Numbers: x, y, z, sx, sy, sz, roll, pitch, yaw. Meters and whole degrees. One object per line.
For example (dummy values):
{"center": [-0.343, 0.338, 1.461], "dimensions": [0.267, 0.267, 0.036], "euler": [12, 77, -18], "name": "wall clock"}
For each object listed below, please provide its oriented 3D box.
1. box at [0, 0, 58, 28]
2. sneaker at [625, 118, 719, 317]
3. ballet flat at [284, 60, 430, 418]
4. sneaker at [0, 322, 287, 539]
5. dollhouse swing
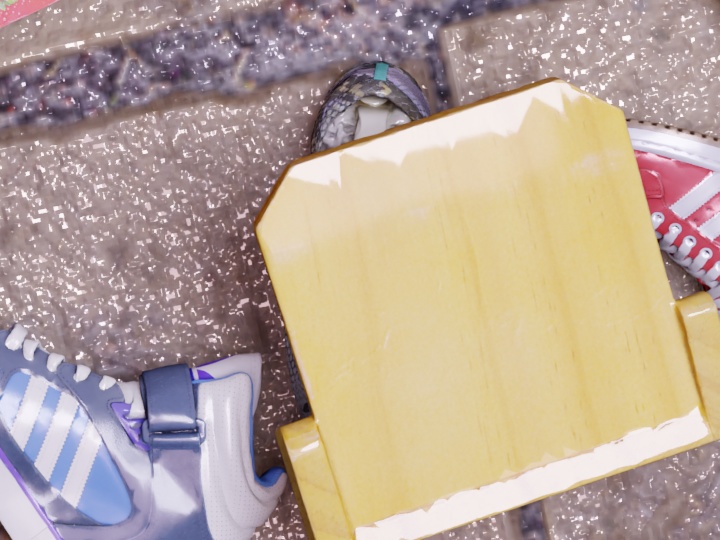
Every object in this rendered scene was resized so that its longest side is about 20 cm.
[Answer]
{"center": [-0.128, -0.194, 1.111], "dimensions": [0.199, 0.095, 0.103], "euler": [-25, 116, 5], "name": "box"}
{"center": [0.169, -0.005, 1.170], "dimensions": [0.199, 0.071, 0.113], "euler": [15, 91, -5], "name": "sneaker"}
{"center": [0.000, 0.000, 1.166], "dimensions": [0.072, 0.072, 0.201], "euler": [3, 95, -2], "name": "ballet flat"}
{"center": [-0.123, 0.059, 1.167], "dimensions": [0.146, 0.081, 0.200], "euler": [-32, 92, -7], "name": "sneaker"}
{"center": [0.049, 0.024, 1.120], "dimensions": [0.199, 0.182, 0.176], "euler": [-19, 87, -4], "name": "dollhouse swing"}
